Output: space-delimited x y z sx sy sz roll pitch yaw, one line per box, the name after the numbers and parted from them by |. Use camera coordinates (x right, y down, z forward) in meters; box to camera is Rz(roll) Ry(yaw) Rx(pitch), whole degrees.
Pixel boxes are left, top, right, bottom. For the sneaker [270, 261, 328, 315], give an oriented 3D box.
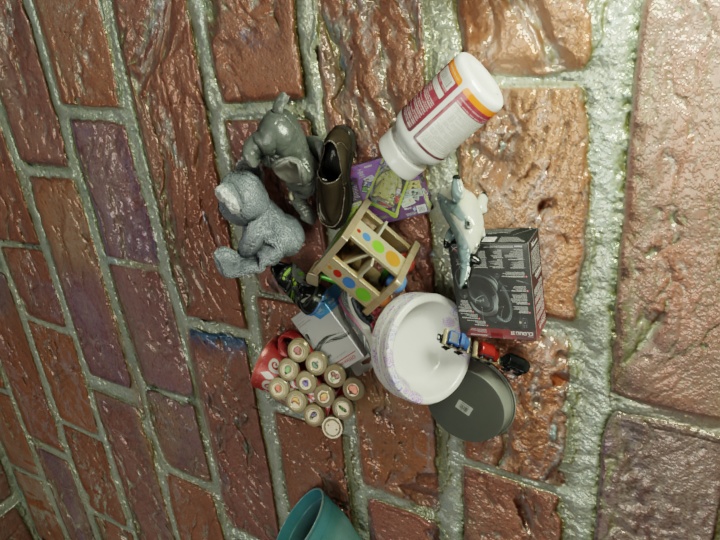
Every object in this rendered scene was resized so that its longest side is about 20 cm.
-0.135 0.033 1.276 0.082 0.072 0.199 37 177 -39 | sneaker

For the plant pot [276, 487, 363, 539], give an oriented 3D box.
-0.092 0.706 1.571 0.187 0.202 0.200 40 129 -12 | plant pot

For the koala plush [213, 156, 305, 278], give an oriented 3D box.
-0.220 -0.118 1.239 0.179 0.178 0.204 -8 119 25 | koala plush

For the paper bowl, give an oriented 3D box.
0.107 0.143 1.160 0.104 0.198 0.205 3 119 62 | paper bowl

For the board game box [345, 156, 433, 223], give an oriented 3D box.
0.034 -0.151 1.160 0.196 0.032 0.122 -9 111 35 | board game box

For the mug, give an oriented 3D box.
-0.137 0.245 1.388 0.197 0.135 0.179 26 153 14 | mug

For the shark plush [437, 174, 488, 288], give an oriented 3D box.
0.176 -0.063 1.041 0.082 0.090 0.205 -27 65 40 | shark plush

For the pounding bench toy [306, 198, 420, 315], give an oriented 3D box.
0.000 0.000 1.178 0.155 0.125 0.200 38 135 -7 | pounding bench toy

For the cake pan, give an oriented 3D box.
0.218 0.268 1.246 0.196 0.037 0.205 14 120 25 | cake pan

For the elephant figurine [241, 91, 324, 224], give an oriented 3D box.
-0.123 -0.208 1.184 0.199 0.155 0.142 41 85 -6 | elephant figurine

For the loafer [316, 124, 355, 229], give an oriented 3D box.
-0.058 -0.169 1.147 0.072 0.071 0.205 17 120 24 | loafer

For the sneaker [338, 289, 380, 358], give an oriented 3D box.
0.022 0.122 1.278 0.074 0.080 0.204 -21 94 52 | sneaker

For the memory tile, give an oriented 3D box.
-0.098 0.258 1.327 0.198 0.017 0.155 32 104 8 | memory tile

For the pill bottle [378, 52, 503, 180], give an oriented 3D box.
0.126 -0.245 0.994 0.199 0.109 0.110 -38 91 33 | pill bottle

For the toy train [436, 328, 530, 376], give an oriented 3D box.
0.230 0.152 1.124 0.196 0.035 0.046 21 156 -15 | toy train

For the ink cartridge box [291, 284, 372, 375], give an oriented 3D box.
-0.046 0.148 1.332 0.115 0.067 0.202 -36 92 37 | ink cartridge box

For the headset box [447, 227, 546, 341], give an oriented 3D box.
0.247 0.033 1.087 0.146 0.077 0.205 1 114 32 | headset box
